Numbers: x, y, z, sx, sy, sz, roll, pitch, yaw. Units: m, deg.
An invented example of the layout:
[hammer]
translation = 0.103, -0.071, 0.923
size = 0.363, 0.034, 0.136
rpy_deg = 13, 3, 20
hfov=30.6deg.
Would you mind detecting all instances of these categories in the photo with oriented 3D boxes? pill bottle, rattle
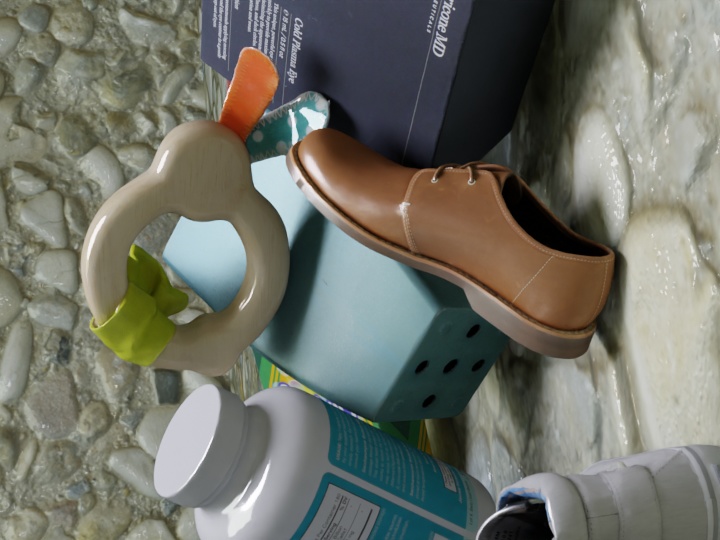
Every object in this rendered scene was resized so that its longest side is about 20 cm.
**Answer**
[pill bottle]
translation = -0.022, 0.140, 0.788
size = 0.111, 0.200, 0.111
rpy_deg = -42, 31, 32
[rattle]
translation = -0.099, -0.046, 0.818
size = 0.143, 0.130, 0.201
rpy_deg = -97, 22, -79

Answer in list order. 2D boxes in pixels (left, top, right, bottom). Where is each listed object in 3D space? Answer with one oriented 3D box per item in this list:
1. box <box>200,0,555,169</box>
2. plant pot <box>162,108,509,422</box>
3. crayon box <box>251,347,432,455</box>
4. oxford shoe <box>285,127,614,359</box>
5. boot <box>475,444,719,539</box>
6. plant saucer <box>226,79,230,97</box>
[box]
translation = 0.009, -0.165, 0.753
size = 0.182, 0.104, 0.200
rpy_deg = 39, 149, 16
[plant pot]
translation = 0.000, 0.000, 0.861
size = 0.200, 0.141, 0.142
rpy_deg = 46, 117, 33
[crayon box]
translation = -0.007, 0.130, 1.016
size = 0.125, 0.052, 0.201
rpy_deg = 11, 125, 42
[oxford shoe]
translation = 0.050, -0.035, 0.711
size = 0.071, 0.200, 0.071
rpy_deg = -35, -30, -54
[boot]
translation = 0.098, 0.123, 0.628
size = 0.200, 0.095, 0.074
rpy_deg = 115, 150, -67
[plant saucer]
translation = -0.037, -0.142, 1.126
size = 0.037, 0.199, 0.201
rpy_deg = 24, 127, 29
